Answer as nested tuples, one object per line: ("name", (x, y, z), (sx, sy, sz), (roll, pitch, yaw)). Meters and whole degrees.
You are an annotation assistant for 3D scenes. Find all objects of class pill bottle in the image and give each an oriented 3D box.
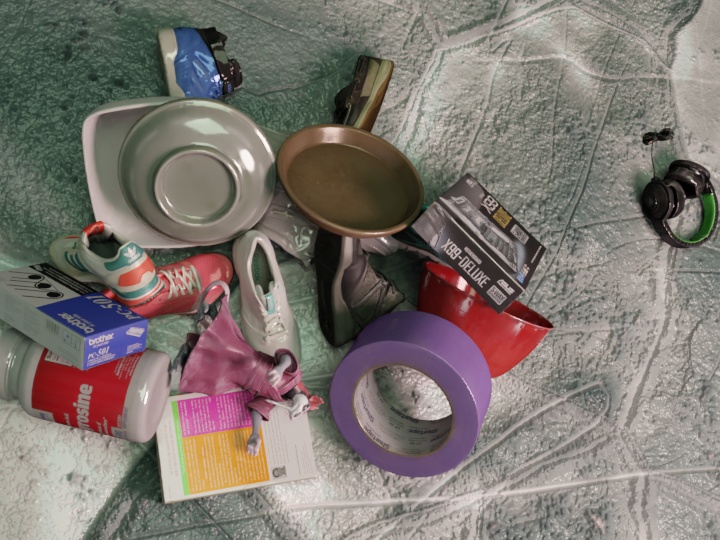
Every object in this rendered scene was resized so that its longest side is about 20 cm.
("pill bottle", (-0.339, 0.133, 1.085), (0.198, 0.112, 0.113), (13, 74, 3))

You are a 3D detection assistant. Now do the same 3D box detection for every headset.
("headset", (0.503, -0.131, 1.408), (0.123, 0.094, 0.201), (-37, 101, -21))

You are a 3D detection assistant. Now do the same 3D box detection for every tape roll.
("tape roll", (0.065, 0.160, 1.156), (0.200, 0.200, 0.085), (44, 31, -2))

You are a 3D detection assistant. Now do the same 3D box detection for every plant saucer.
("plant saucer", (-0.014, -0.113, 1.155), (0.198, 0.030, 0.202), (12, 47, -13))
("plant saucer", (-0.202, -0.110, 1.109), (0.198, 0.050, 0.202), (-4, 122, -6))

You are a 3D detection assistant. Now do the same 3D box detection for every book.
("book", (-0.164, 0.218, 1.163), (0.198, 0.048, 0.135), (-5, 75, -18))

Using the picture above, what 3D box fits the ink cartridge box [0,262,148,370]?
("ink cartridge box", (-0.355, 0.050, 1.066), (0.094, 0.199, 0.045), (-17, 124, -53))

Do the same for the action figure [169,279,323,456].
("action figure", (-0.139, 0.131, 1.144), (0.199, 0.134, 0.150), (27, 28, -19))

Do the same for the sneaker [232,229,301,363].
("sneaker", (-0.123, 0.047, 1.177), (0.075, 0.088, 0.202), (-18, 97, -15))

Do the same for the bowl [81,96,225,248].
("bowl", (-0.248, -0.134, 1.159), (0.197, 0.075, 0.202), (-3, 122, -5))

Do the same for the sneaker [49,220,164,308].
("sneaker", (-0.323, -0.028, 1.101), (0.070, 0.199, 0.094), (-40, 135, -32))

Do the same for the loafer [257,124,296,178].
("loafer", (-0.104, -0.166, 1.258), (0.199, 0.070, 0.070), (27, 62, -18))

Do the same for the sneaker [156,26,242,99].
("sneaker", (-0.211, -0.241, 1.237), (0.110, 0.077, 0.202), (-9, 80, -16))

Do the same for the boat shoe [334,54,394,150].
("boat shoe", (-0.008, -0.235, 1.295), (0.064, 0.074, 0.201), (19, 53, 5))

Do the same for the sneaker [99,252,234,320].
("sneaker", (-0.252, 0.028, 1.158), (0.198, 0.087, 0.074), (-21, 85, -20))

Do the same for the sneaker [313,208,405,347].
("sneaker", (0.000, 0.000, 1.210), (0.113, 0.076, 0.201), (-18, 121, -27))

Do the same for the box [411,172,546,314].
("box", (0.162, -0.042, 1.183), (0.158, 0.050, 0.200), (45, 25, 3))

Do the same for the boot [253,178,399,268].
("boot", (-0.051, -0.043, 1.250), (0.198, 0.074, 0.096), (26, 81, -3))

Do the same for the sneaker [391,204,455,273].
("sneaker", (0.123, -0.050, 1.281), (0.198, 0.091, 0.078), (14, 75, -13))

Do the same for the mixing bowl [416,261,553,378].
("mixing bowl", (0.152, 0.079, 1.226), (0.199, 0.200, 0.109), (25, 99, -9))
